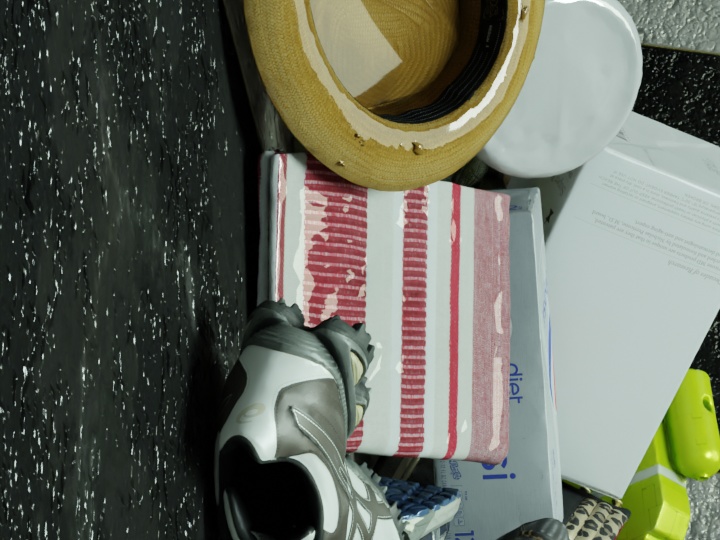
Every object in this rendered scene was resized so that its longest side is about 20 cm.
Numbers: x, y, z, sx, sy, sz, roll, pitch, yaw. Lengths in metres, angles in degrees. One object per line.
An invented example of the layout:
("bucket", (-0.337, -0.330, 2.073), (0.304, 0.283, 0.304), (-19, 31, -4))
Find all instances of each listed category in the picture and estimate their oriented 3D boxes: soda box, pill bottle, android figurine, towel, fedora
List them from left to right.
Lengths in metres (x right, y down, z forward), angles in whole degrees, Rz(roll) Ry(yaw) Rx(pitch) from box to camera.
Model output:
("fedora", (0.002, -0.140, 1.266), (0.200, 0.082, 0.202), (-10, 105, -39))
("towel", (0.013, 0.021, 1.300), (0.199, 0.023, 0.145), (10, 78, -52))
("pill bottle", (0.063, -0.137, 1.426), (0.200, 0.112, 0.113), (-134, -149, -55))
("soda box", (0.074, 0.058, 1.450), (0.063, 0.068, 0.202), (-62, 147, -74))
("android figurine", (0.152, 0.130, 1.662), (0.041, 0.181, 0.201), (28, 45, -41))

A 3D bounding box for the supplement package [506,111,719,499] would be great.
("supplement package", (0.137, 0.012, 1.556), (0.121, 0.119, 0.201), (-108, -140, -68))

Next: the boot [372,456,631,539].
("boot", (0.092, 0.133, 1.604), (0.073, 0.150, 0.200), (-60, 173, 10))

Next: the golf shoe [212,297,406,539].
("golf shoe", (-0.032, 0.110, 1.146), (0.095, 0.077, 0.201), (-60, 149, -42))

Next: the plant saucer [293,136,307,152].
("plant saucer", (0.000, 0.000, 1.416), (0.200, 0.047, 0.202), (37, 50, -79))

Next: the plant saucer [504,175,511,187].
("plant saucer", (0.080, -0.009, 1.696), (0.200, 0.035, 0.202), (13, -75, 56))

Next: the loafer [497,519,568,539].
("loafer", (0.064, 0.201, 1.419), (0.072, 0.073, 0.200), (-53, -177, -34))

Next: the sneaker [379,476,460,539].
("sneaker", (0.000, 0.161, 1.336), (0.200, 0.076, 0.086), (-35, 131, -71))

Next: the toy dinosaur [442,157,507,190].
("toy dinosaur", (0.053, -0.052, 1.554), (0.200, 0.076, 0.103), (122, -35, -51))
